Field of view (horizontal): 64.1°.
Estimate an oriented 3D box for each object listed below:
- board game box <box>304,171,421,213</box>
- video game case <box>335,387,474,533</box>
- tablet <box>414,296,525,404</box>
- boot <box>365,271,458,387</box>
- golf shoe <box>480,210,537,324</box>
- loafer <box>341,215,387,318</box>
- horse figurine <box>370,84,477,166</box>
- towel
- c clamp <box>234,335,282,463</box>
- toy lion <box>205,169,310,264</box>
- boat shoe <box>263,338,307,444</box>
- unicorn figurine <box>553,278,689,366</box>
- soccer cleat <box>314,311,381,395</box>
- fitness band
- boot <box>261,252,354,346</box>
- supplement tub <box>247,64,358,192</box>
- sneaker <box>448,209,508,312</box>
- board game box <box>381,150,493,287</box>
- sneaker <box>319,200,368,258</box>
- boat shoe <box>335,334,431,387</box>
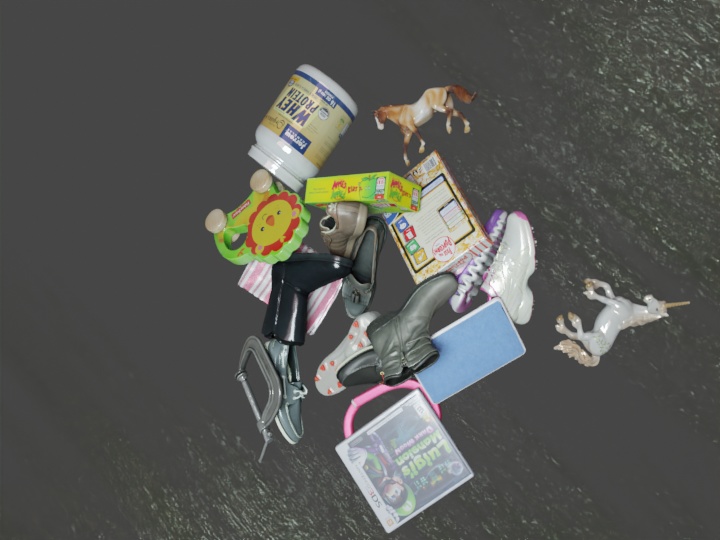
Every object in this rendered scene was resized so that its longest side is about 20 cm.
[{"bbox_3d":[0.002,-0.138,1.050,0.196,0.100,0.049,3,83,41],"label":"board game box"},{"bbox_3d":[0.079,0.349,1.058,0.198,0.023,0.184,-36,83,9],"label":"video game case"},{"bbox_3d":[0.186,0.145,1.021,0.197,0.014,0.132,-31,113,7],"label":"tablet"},{"bbox_3d":[0.107,0.104,0.980,0.198,0.068,0.132,-38,42,7],"label":"boot"},{"bbox_3d":[0.257,0.000,1.006,0.089,0.075,0.206,-5,104,-9],"label":"golf shoe"},{"bbox_3d":[0.000,0.000,1.078,0.070,0.063,0.205,16,109,8],"label":"loafer"},{"bbox_3d":[0.127,-0.293,1.091,0.197,0.050,0.135,-28,64,19],"label":"horse figurine"},{"bbox_3d":[-0.140,0.016,1.155,0.197,0.030,0.149,32,94,13],"label":"towel"},{"bbox_3d":[-0.203,0.238,1.116,0.173,0.027,0.202,-59,46,34],"label":"c clamp"},{"bbox_3d":[-0.192,-0.084,1.116,0.198,0.069,0.194,-37,54,10],"label":"toy lion"},{"bbox_3d":[-0.138,0.231,1.122,0.060,0.073,0.205,-18,78,15],"label":"boat shoe"},{"bbox_3d":[0.436,0.081,1.000,0.136,0.074,0.202,36,109,3],"label":"unicorn figurine"},{"bbox_3d":[-0.019,0.162,1.103,0.069,0.077,0.202,40,116,14],"label":"soccer cleat"},{"bbox_3d":[0.059,0.286,1.090,0.197,0.037,0.146,-28,81,12],"label":"fitness band"},{"bbox_3d":[-0.100,0.055,1.075,0.196,0.076,0.174,1,83,35],"label":"boot"},{"bbox_3d":[-0.111,-0.267,1.099,0.143,0.144,0.202,35,91,12],"label":"supplement tub"},{"bbox_3d":[0.200,-0.029,1.057,0.088,0.080,0.203,32,92,30],"label":"sneaker"},{"bbox_3d":[0.128,-0.091,1.046,0.150,0.046,0.203,-35,62,21],"label":"board game box"},{"bbox_3d":[-0.041,-0.077,1.053,0.074,0.200,0.072,15,66,-9],"label":"sneaker"},{"bbox_3d":[0.052,0.175,1.048,0.196,0.075,0.064,-14,48,-10],"label":"boat shoe"}]
